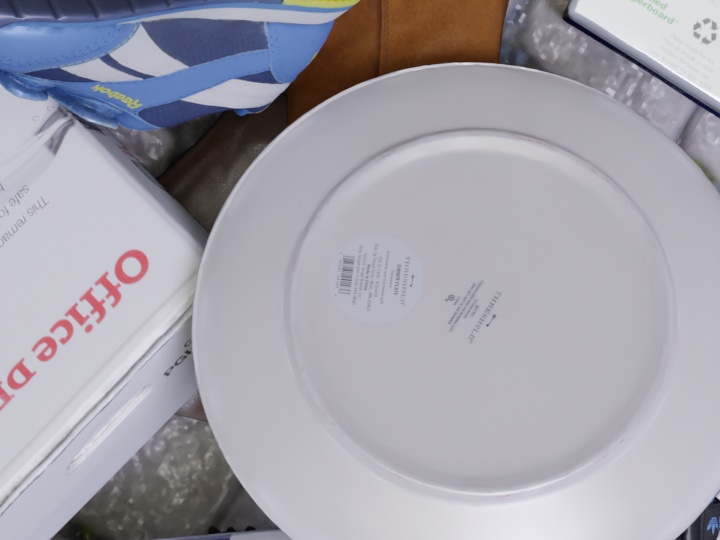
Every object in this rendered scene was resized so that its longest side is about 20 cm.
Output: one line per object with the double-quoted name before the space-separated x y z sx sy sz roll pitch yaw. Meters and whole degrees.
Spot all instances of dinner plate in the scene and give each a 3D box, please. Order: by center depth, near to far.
"dinner plate" 0.041 0.016 0.905 0.199 0.024 0.201 0 69 0

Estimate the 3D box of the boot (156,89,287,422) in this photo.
"boot" 0.000 0.000 1.032 0.186 0.064 0.200 39 90 10

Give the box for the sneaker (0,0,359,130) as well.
"sneaker" -0.094 -0.085 0.907 0.199 0.082 0.074 1 50 -36

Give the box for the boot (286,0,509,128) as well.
"boot" 0.055 -0.063 0.981 0.188 0.068 0.201 -3 76 16

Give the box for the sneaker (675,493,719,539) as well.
"sneaker" 0.140 0.064 1.030 0.199 0.077 0.112 -11 89 4

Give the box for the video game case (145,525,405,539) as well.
"video game case" -0.046 0.194 0.937 0.182 0.023 0.201 -9 79 38

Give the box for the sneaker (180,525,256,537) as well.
"sneaker" -0.105 0.179 1.046 0.200 0.066 0.091 -33 96 6

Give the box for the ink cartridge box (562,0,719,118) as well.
"ink cartridge box" 0.213 -0.132 1.036 0.199 0.041 0.200 33 93 -2

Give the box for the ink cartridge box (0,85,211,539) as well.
"ink cartridge box" -0.153 -0.008 0.994 0.146 0.085 0.200 -45 73 3
